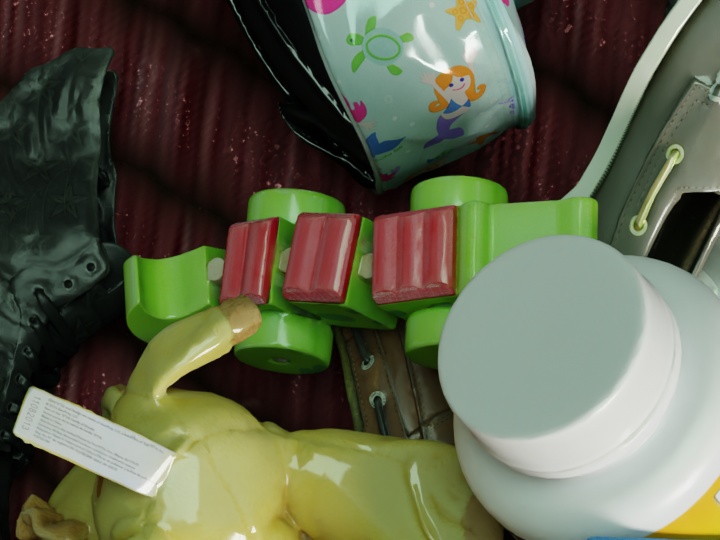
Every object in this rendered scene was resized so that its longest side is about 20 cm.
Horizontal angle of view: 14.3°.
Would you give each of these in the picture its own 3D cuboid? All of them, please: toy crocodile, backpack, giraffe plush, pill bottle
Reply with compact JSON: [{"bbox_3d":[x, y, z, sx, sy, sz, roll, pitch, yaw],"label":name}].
[{"bbox_3d":[0.000,0.000,1.082,0.199,0.062,0.068,-4,72,33],"label":"toy crocodile"},{"bbox_3d":[0.006,-0.136,1.119,0.150,0.178,0.201,-20,80,-1],"label":"backpack"},{"bbox_3d":[-0.063,0.114,1.068,0.200,0.162,0.173,42,69,-9],"label":"giraffe plush"},{"bbox_3d":[0.104,0.068,1.021,0.109,0.200,0.110,-15,55,23],"label":"pill bottle"}]

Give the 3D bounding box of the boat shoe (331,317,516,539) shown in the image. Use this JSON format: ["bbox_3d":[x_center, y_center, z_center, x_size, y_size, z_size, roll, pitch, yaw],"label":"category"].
[{"bbox_3d":[0.030,0.084,1.121,0.068,0.072,0.201,-14,70,18],"label":"boat shoe"}]

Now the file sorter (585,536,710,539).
[{"bbox_3d":[0.147,0.184,0.987,0.199,0.139,0.123,6,37,-36],"label":"file sorter"}]

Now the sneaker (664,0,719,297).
[{"bbox_3d":[0.162,-0.035,1.142,0.076,0.075,0.201,-7,86,14],"label":"sneaker"}]

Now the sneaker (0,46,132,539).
[{"bbox_3d":[-0.130,0.016,1.134,0.104,0.060,0.201,-12,72,1],"label":"sneaker"}]

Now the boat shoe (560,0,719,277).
[{"bbox_3d":[0.123,-0.040,1.077,0.060,0.072,0.202,38,109,23],"label":"boat shoe"}]
